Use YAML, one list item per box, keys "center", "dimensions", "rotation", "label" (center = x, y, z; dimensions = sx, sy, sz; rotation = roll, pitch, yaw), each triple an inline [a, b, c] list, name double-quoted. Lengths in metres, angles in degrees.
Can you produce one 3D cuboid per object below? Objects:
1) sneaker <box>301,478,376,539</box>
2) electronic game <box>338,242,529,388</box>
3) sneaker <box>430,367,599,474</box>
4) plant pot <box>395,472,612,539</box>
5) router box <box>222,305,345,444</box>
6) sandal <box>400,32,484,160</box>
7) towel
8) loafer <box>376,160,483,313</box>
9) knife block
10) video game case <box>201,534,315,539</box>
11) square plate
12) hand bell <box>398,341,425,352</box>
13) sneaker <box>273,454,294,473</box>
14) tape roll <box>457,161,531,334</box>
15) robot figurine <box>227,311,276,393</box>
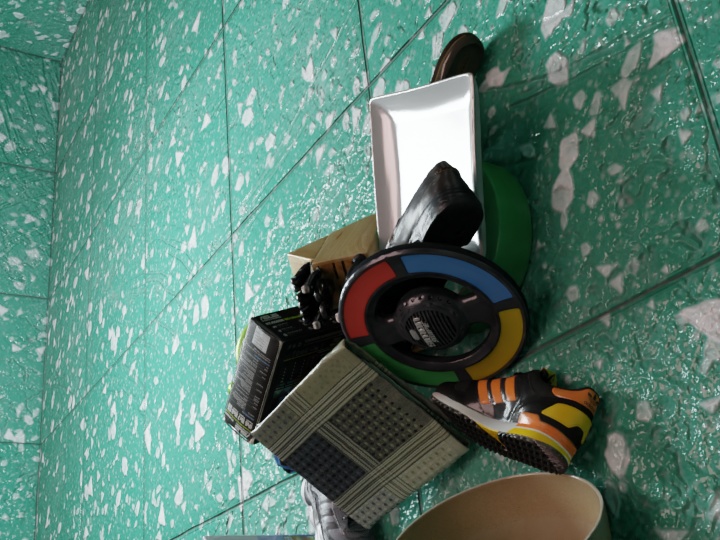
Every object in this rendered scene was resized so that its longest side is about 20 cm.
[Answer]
- center: [-0.015, 0.288, 1.125]
  dimensions: [0.200, 0.075, 0.114]
  rotation: [53, 129, 55]
  label: "sneaker"
- center: [0.075, 0.051, 0.933]
  dimensions: [0.200, 0.200, 0.042]
  rotation: [-51, 16, 40]
  label: "electronic game"
- center: [0.156, 0.135, 0.898]
  dimensions: [0.090, 0.070, 0.200]
  rotation: [-49, 26, -16]
  label: "sneaker"
- center: [0.137, 0.287, 0.787]
  dimensions: [0.200, 0.200, 0.135]
  rotation: [-8, 105, 59]
  label: "plant pot"
- center: [-0.067, 0.119, 1.128]
  dimensions: [0.062, 0.200, 0.150]
  rotation: [33, 117, 32]
  label: "router box"
- center: [0.107, -0.183, 1.076]
  dimensions: [0.055, 0.082, 0.200]
  rotation: [33, 105, 34]
  label: "sandal"
- center: [0.000, 0.188, 1.018]
  dimensions: [0.200, 0.192, 0.035]
  rotation: [-45, 8, 32]
  label: "towel"
- center: [0.064, -0.029, 0.954]
  dimensions: [0.200, 0.073, 0.072]
  rotation: [-55, 37, 41]
  label: "loafer"
- center: [0.000, 0.000, 1.072]
  dimensions: [0.175, 0.200, 0.064]
  rotation: [13, 124, 54]
  label: "knife block"
- center: [-0.091, 0.410, 1.117]
  dimensions: [0.200, 0.181, 0.046]
  rotation: [45, 121, 55]
  label: "video game case"
- center: [0.077, -0.106, 1.001]
  dimensions: [0.200, 0.028, 0.199]
  rotation: [3, 99, 59]
  label: "square plate"
- center: [0.018, 0.130, 1.130]
  dimensions: [0.104, 0.104, 0.200]
  rotation: [-112, 31, -42]
  label: "hand bell"
- center: [-0.078, 0.236, 1.200]
  dimensions: [0.200, 0.078, 0.090]
  rotation: [-34, -44, -84]
  label: "sneaker"
- center: [0.113, -0.028, 1.029]
  dimensions: [0.200, 0.048, 0.201]
  rotation: [-25, 60, 56]
  label: "tape roll"
- center: [-0.116, 0.121, 1.271]
  dimensions: [0.175, 0.116, 0.200]
  rotation: [-46, -4, -9]
  label: "robot figurine"
